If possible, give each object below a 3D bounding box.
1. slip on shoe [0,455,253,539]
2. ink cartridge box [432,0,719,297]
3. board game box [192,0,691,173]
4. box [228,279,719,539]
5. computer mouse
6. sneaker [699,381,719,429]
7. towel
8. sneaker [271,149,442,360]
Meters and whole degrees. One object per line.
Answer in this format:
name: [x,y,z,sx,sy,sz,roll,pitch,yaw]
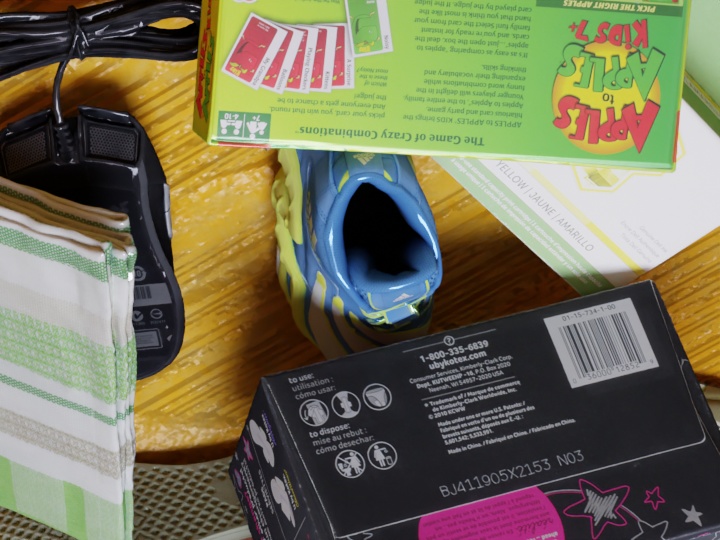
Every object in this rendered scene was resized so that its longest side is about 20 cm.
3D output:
slip on shoe: [-0.092,0.131,1.373,0.199,0.074,0.061,-9,137,-14]
ink cartridge box: [0.141,-0.086,1.245,0.200,0.048,0.145,-33,131,20]
board game box: [0.035,-0.099,1.147,0.199,0.048,0.102,3,99,-12]
box: [0.056,0.103,1.280,0.199,0.133,0.115,-13,156,-19]
computer mouse: [-0.095,-0.044,1.220,0.140,0.046,0.201,-11,124,8]
sneaker: [0.123,0.121,1.385,0.199,0.089,0.077,-17,137,-20]
towel: [-0.164,0.032,1.245,0.149,0.031,0.201,22,138,18]
sneaker: [0.000,0.000,1.246,0.075,0.105,0.201,-14,134,-1]
